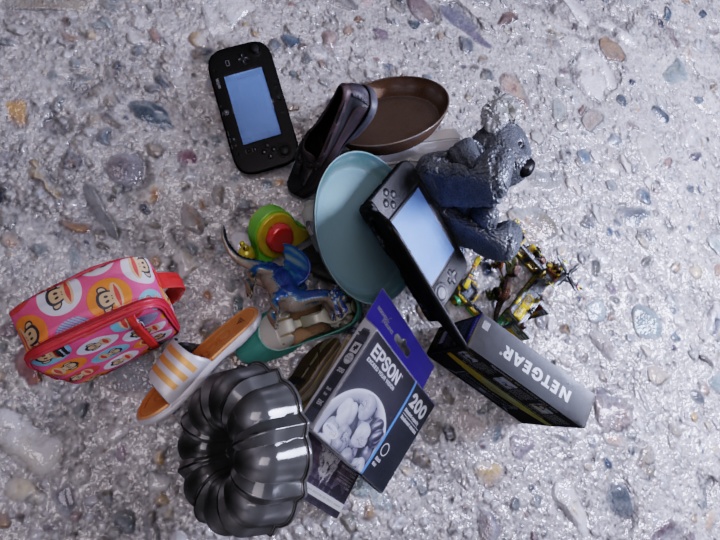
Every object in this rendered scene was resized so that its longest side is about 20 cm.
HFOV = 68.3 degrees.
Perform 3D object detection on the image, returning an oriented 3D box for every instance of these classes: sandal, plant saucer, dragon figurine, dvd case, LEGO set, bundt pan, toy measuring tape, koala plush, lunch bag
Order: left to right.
[{"bbox_3d":[-0.290,0.056,0.631,0.172,0.200,0.084,-27,80,-18],"label":"lunch bag"},{"bbox_3d":[-0.221,0.105,0.697,0.207,0.078,0.060,-46,121,-25],"label":"sandal"},{"bbox_3d":[-0.150,0.214,0.631,0.075,0.197,0.211,10,71,-51],"label":"bundt pan"},{"bbox_3d":[-0.102,0.007,0.715,0.098,0.060,0.200,-33,68,-32],"label":"dragon figurine"},{"bbox_3d":[-0.099,-0.079,0.777,0.198,0.074,0.075,-37,88,-19],"label":"toy measuring tape"},{"bbox_3d":[-0.086,0.180,0.731,0.200,0.079,0.055,-48,113,-23],"label":"sandal"},{"bbox_3d":[-0.025,0.213,0.719,0.149,0.016,0.204,48,64,-41],"label":"dvd case"},{"bbox_3d":[0.006,-0.057,0.723,0.195,0.027,0.209,9,78,-43],"label":"plant saucer"},{"bbox_3d":[0.042,-0.236,0.820,0.192,0.035,0.205,-9,43,8],"label":"plant saucer"},{"bbox_3d":[0.189,-0.156,0.807,0.180,0.180,0.201,22,61,38],"label":"koala plush"},{"bbox_3d":[0.243,0.015,0.823,0.198,0.116,0.156,-36,88,-19],"label":"LEGO set"}]

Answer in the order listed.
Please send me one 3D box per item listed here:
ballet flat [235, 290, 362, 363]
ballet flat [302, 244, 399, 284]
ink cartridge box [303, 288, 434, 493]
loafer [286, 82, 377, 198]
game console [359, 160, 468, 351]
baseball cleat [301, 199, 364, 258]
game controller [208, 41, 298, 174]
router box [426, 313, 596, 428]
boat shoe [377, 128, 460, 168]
[{"bbox_3d":[-0.084,0.073,0.749,0.193,0.070,0.070,-18,79,-18],"label":"ballet flat"},{"bbox_3d":[0.000,0.000,0.804,0.191,0.057,0.069,7,67,-6],"label":"ballet flat"},{"bbox_3d":[0.030,0.167,0.718,0.203,0.043,0.200,-55,133,-20],"label":"ink cartridge box"},{"bbox_3d":[-0.057,-0.185,0.753,0.062,0.200,0.074,3,52,-46],"label":"loafer"},{"bbox_3d":[0.097,-0.028,0.706,0.177,0.114,0.203,-49,116,-31],"label":"game console"},{"bbox_3d":[-0.001,-0.065,0.782,0.195,0.069,0.110,-15,83,-39],"label":"baseball cleat"},{"bbox_3d":[-0.164,-0.249,0.813,0.101,0.042,0.207,-15,82,-17],"label":"game controller"},{"bbox_3d":[0.208,0.149,0.765,0.197,0.157,0.053,35,72,-5],"label":"router box"},{"bbox_3d":[0.082,-0.171,0.853,0.194,0.072,0.071,-16,83,-26],"label":"boat shoe"}]
